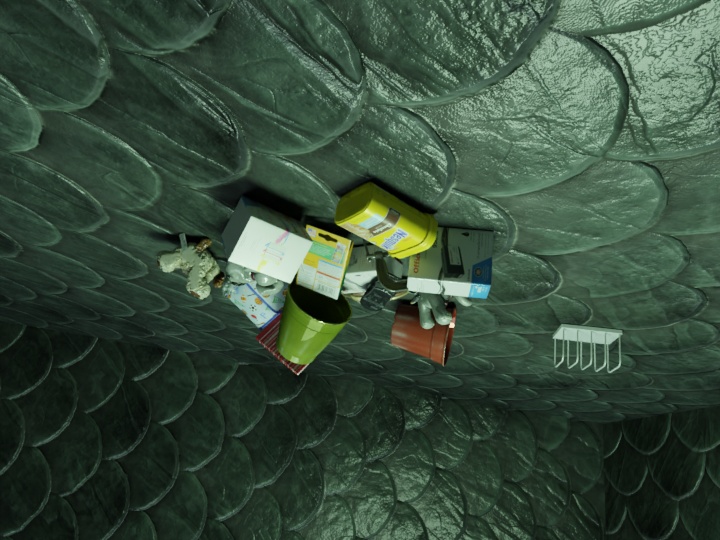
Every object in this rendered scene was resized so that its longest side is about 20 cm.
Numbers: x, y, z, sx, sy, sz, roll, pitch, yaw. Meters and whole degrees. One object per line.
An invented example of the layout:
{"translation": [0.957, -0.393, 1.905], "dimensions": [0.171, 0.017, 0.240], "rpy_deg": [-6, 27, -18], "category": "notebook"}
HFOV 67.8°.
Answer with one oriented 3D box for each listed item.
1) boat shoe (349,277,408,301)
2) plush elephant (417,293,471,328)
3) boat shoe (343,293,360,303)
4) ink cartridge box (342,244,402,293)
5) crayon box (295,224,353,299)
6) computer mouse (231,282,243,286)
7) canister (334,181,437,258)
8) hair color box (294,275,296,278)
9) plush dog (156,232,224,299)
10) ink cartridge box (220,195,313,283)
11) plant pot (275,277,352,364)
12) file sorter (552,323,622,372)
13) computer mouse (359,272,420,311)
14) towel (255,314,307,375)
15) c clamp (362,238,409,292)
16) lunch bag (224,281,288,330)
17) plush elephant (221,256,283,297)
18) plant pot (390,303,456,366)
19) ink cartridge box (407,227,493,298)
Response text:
{"translation": [0.060, 0.047, 1.636], "dimensions": [0.196, 0.073, 0.068], "rpy_deg": [-6, 129, 8], "category": "boat shoe"}
{"translation": [0.236, 0.050, 1.464], "dimensions": [0.152, 0.203, 0.165], "rpy_deg": [-10, 165, -15], "category": "plush elephant"}
{"translation": [-0.016, 0.061, 1.727], "dimensions": [0.197, 0.073, 0.065], "rpy_deg": [15, -166, -28], "category": "boat shoe"}
{"translation": [0.000, 0.000, 1.528], "dimensions": [0.197, 0.084, 0.146], "rpy_deg": [-6, 155, 33], "category": "ink cartridge box"}
{"translation": [-0.093, -0.032, 1.418], "dimensions": [0.124, 0.052, 0.202], "rpy_deg": [20, 128, 5], "category": "crayon box"}
{"translation": [-0.280, 0.023, 1.570], "dimensions": [0.197, 0.035, 0.059], "rpy_deg": [-15, -159, -14], "category": "computer mouse"}
{"translation": [0.056, -0.112, 1.228], "dimensions": [0.198, 0.088, 0.148], "rpy_deg": [25, 153, -32], "category": "canister"}
{"translation": [-0.228, 0.073, 1.777], "dimensions": [0.197, 0.101, 0.061], "rpy_deg": [-3, 157, 27], "category": "hair color box"}
{"translation": [-0.496, -0.022, 1.643], "dimensions": [0.199, 0.161, 0.172], "rpy_deg": [36, 174, 5], "category": "plush dog"}
{"translation": [-0.220, -0.071, 1.319], "dimensions": [0.198, 0.126, 0.129], "rpy_deg": [22, -162, -32], "category": "ink cartridge box"}
{"translation": [-0.152, 0.157, 1.545], "dimensions": [0.198, 0.202, 0.195], "rpy_deg": [18, 119, -22], "category": "plant pot"}
{"translation": [0.780, 0.273, 1.850], "dimensions": [0.196, 0.127, 0.139], "rpy_deg": [5, 159, 8], "category": "file sorter"}
{"translation": [0.086, 0.061, 1.470], "dimensions": [0.138, 0.047, 0.201], "rpy_deg": [21, 146, -7], "category": "computer mouse"}
{"translation": [-0.213, 0.216, 1.661], "dimensions": [0.199, 0.145, 0.023], "rpy_deg": [35, 157, 25], "category": "towel"}
{"translation": [0.109, -0.027, 1.371], "dimensions": [0.196, 0.173, 0.027], "rpy_deg": [-3, 151, -8], "category": "c clamp"}
{"translation": [-0.297, 0.062, 1.668], "dimensions": [0.199, 0.124, 0.170], "rpy_deg": [-37, 102, 31], "category": "lunch bag"}
{"translation": [-0.286, -0.016, 1.468], "dimensions": [0.152, 0.203, 0.165], "rpy_deg": [5, 151, 2], "category": "plush elephant"}
{"translation": [0.213, 0.204, 1.833], "dimensions": [0.192, 0.204, 0.201], "rpy_deg": [11, 160, 16], "category": "plant pot"}
{"translation": [0.217, -0.022, 1.305], "dimensions": [0.196, 0.147, 0.084], "rpy_deg": [5, 157, 8], "category": "ink cartridge box"}
